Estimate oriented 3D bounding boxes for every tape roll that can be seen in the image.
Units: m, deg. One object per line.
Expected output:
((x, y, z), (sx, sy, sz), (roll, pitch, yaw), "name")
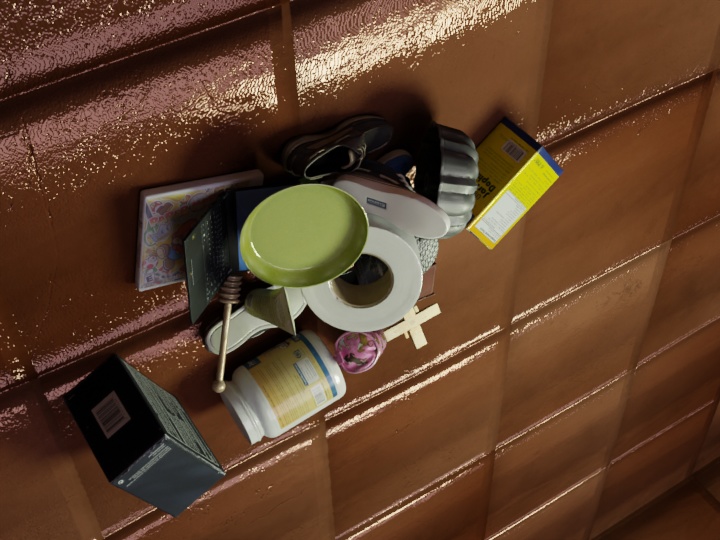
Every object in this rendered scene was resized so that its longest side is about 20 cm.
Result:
((0.000, 0.000, 1.647), (0.202, 0.071, 0.203), (-1, 120, -1), "tape roll")

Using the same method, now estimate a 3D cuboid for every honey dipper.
((-0.227, 0.104, 1.665), (0.038, 0.038, 0.200), (3, 98, -43), "honey dipper")

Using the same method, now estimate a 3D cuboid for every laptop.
((-0.179, -0.028, 1.548), (0.200, 0.103, 0.177), (-59, 160, -44), "laptop")

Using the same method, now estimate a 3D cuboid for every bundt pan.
((0.145, -0.144, 1.676), (0.076, 0.202, 0.202), (6, 128, -10), "bundt pan")

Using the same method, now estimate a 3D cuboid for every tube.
((-0.139, 0.059, 1.610), (0.058, 0.200, 0.052), (36, 80, -16), "tube")

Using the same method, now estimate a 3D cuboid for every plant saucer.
((-0.087, -0.058, 1.532), (0.200, 0.031, 0.200), (-8, 131, -10), "plant saucer")

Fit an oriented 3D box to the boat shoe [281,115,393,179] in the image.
((-0.027, -0.186, 1.593), (0.200, 0.073, 0.075), (-23, 140, -23), "boat shoe")

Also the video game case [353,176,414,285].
((0.047, -0.050, 1.745), (0.019, 0.143, 0.200), (17, 117, -20), "video game case")

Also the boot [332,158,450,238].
((0.062, -0.123, 1.598), (0.090, 0.200, 0.073), (-52, 161, -46), "boot")

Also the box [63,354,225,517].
((-0.355, 0.277, 1.657), (0.123, 0.200, 0.198), (-41, 143, -1), "box")

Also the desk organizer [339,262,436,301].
((0.042, 0.028, 1.873), (0.200, 0.072, 0.077), (-20, 136, -27), "desk organizer")

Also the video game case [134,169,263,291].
((-0.251, -0.063, 1.560), (0.200, 0.023, 0.182), (-14, 135, -31), "video game case")

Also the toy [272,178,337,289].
((-0.097, -0.068, 1.672), (0.115, 0.047, 0.200), (-15, 135, -27), "toy")

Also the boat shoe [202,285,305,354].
((-0.184, 0.081, 1.733), (0.200, 0.060, 0.074), (-34, 104, -18), "boat shoe")

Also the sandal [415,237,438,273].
((0.063, 0.005, 1.776), (0.075, 0.048, 0.201), (24, 114, -29), "sandal")

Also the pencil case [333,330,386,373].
((0.000, 0.141, 1.863), (0.087, 0.083, 0.200), (-58, 177, 3), "pencil case")

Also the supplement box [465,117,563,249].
((0.253, -0.159, 1.841), (0.200, 0.110, 0.109), (-47, 143, 6), "supplement box")

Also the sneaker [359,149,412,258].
((0.036, -0.105, 1.700), (0.200, 0.111, 0.077), (-46, 143, 5), "sneaker")

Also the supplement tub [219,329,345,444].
((-0.144, 0.214, 1.829), (0.200, 0.145, 0.145), (-29, 142, -16), "supplement tub")

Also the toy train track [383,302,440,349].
((0.076, 0.056, 1.843), (0.115, 0.033, 0.200), (-28, 120, -9), "toy train track")
